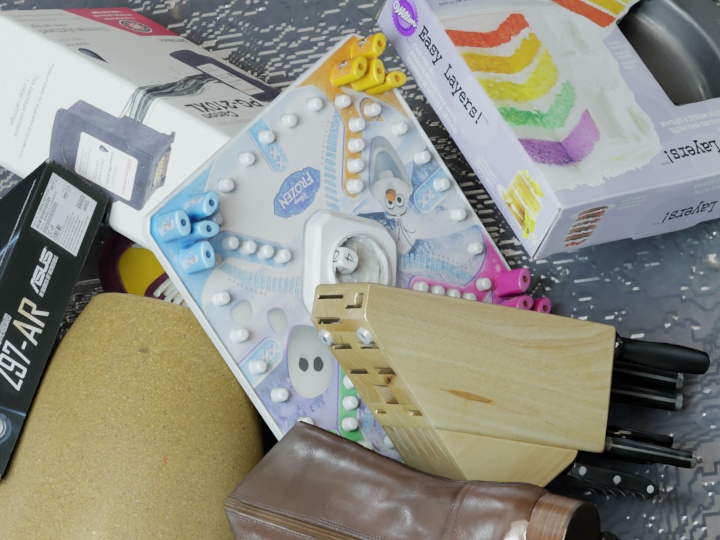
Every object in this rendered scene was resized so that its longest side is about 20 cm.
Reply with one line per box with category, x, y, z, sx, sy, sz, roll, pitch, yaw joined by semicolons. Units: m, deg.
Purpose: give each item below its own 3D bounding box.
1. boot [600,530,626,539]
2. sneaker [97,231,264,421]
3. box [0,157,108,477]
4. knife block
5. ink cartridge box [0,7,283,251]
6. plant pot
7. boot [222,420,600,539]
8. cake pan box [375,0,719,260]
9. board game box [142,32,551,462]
boot;0.086;0.181;1.453;0.210;0.158;0.080;13;70;18
sneaker;-0.078;0.024;1.600;0.200;0.090;0.075;34;77;24
box;-0.221;0.054;1.527;0.160;0.043;0.200;-34;29;45
knife block;0.093;0.046;1.498;0.175;0.064;0.200;-40;106;-24
ink cartridge box;-0.110;-0.074;1.613;0.200;0.145;0.085;29;109;23
plant pot;-0.123;0.121;1.488;0.186;0.186;0.201;11;76;17
boot;0.009;0.178;1.386;0.199;0.064;0.187;11;77;33
cake pan box;0.136;-0.103;1.583;0.199;0.052;0.185;-11;59;-32
board game box;0.000;0.000;1.517;0.026;0.200;0.200;-16;22;48
